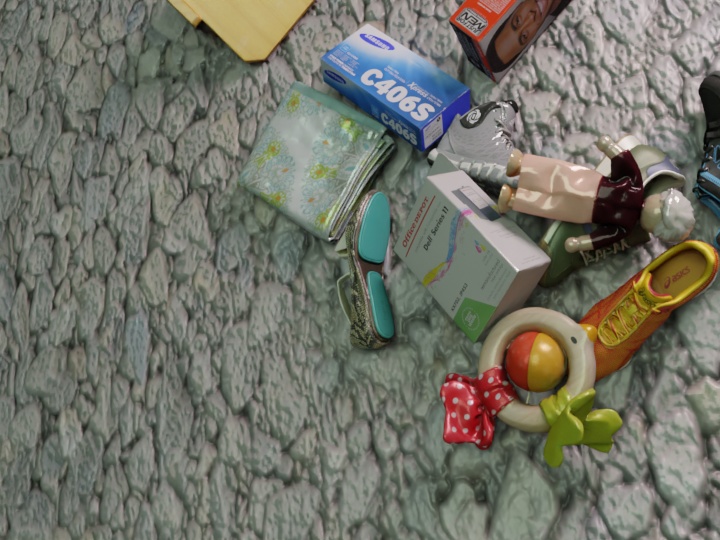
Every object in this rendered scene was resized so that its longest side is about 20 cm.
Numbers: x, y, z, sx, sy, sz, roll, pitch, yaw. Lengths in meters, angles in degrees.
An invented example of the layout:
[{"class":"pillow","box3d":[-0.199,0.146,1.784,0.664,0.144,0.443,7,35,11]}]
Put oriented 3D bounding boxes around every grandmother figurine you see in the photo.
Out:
[{"class":"grandmother figurine","box3d":[0.250,-0.078,0.777,0.196,0.060,0.124,18,112,18]}]

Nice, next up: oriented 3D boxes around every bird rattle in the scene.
[{"class":"bird rattle","box3d":[0.180,0.123,0.796,0.197,0.112,0.167,8,79,43]}]

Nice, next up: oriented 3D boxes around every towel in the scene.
[{"class":"towel","box3d":[-0.065,-0.152,1.022,0.198,0.048,0.173,33,89,29]}]

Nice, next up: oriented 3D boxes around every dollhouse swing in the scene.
[{"class":"dollhouse swing","box3d":[-0.182,-0.446,1.174,0.201,0.175,0.182,-48,20,4]}]

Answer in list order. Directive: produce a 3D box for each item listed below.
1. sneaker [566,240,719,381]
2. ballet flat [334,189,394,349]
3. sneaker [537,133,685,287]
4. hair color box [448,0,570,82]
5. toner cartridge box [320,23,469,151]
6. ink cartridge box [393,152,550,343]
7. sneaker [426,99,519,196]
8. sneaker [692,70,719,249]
[{"class":"sneaker","box3d":[0.286,0.039,0.780,0.201,0.077,0.073,-49,62,15]},{"class":"ballet flat","box3d":[0.000,0.000,0.940,0.074,0.067,0.205,-15,70,37]},{"class":"sneaker","box3d":[0.277,-0.052,0.818,0.089,0.067,0.202,37,89,34]},{"class":"hair color box","box3d":[0.208,-0.348,0.924,0.200,0.101,0.061,-48,61,6]},{"class":"toner cartridge box","box3d":[0.044,-0.247,0.984,0.095,0.044,0.199,-39,60,-19]},{"class":"ink cartridge box","box3d":[0.112,-0.032,0.861,0.201,0.066,0.118,50,135,29]},{"class":"sneaker","box3d":[0.182,-0.148,0.891,0.197,0.075,0.117,24,83,30]},{"class":"sneaker","box3d":[0.389,-0.118,0.784,0.080,0.073,0.205,-17,67,19]}]
